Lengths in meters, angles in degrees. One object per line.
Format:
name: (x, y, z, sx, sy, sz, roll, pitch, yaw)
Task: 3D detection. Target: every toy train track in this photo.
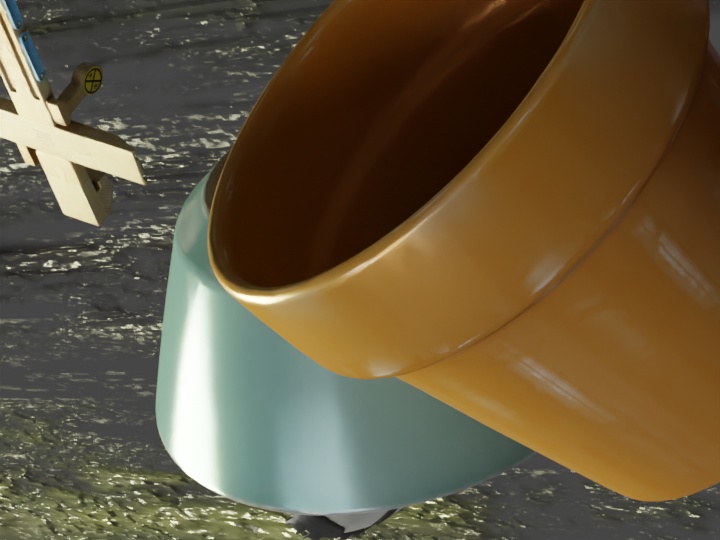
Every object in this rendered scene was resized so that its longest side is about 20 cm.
toy train track: (-0.149, -0.101, 1.247, 0.115, 0.033, 0.200, 19, 147, 30)

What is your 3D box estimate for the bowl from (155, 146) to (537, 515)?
bowl: (0.000, 0.000, 1.145, 0.201, 0.201, 0.105, 9, 127, 31)

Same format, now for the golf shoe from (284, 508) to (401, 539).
golf shoe: (0.037, 0.052, 1.200, 0.094, 0.200, 0.078, -27, 93, 44)

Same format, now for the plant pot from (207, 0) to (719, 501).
plant pot: (0.077, -0.017, 1.000, 0.183, 0.200, 0.200, 40, 150, -25)
